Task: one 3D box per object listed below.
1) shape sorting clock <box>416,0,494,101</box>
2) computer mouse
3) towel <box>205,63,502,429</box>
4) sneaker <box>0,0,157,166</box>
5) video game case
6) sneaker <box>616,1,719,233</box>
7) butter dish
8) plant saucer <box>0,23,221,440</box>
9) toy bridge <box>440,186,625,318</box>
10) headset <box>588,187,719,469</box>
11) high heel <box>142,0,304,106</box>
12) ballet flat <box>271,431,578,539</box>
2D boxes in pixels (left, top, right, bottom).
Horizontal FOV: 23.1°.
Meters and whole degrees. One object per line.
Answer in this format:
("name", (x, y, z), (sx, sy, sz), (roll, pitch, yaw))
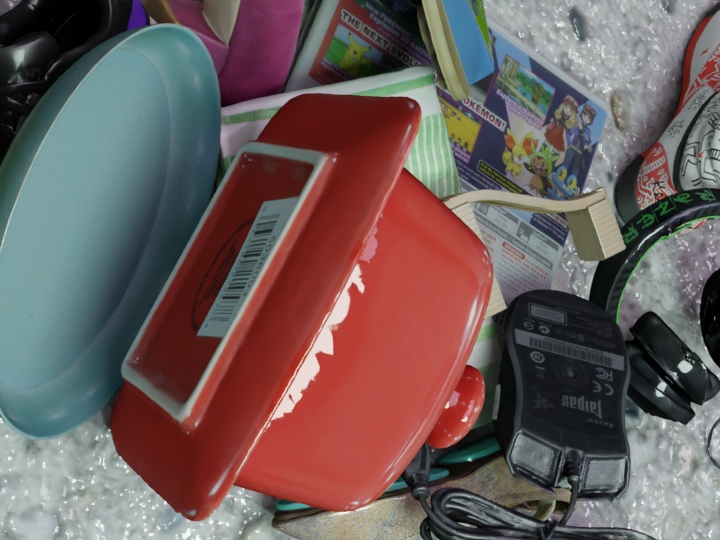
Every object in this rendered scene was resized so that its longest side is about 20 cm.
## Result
("shape sorting clock", (0.030, -0.187, 0.924), (0.200, 0.039, 0.202), (-14, 90, -78))
("computer mouse", (0.078, 0.085, 0.921), (0.139, 0.046, 0.201), (10, 41, -12))
("towel", (0.000, 0.000, 0.941), (0.151, 0.023, 0.202), (-16, 94, -28))
("sneaker", (-0.164, -0.065, 0.810), (0.069, 0.100, 0.201), (20, 69, 17))
("video game case", (0.041, -0.070, 1.007), (0.199, 0.023, 0.184), (32, 64, -22))
("sneaker", (0.242, -0.106, 1.092), (0.067, 0.108, 0.202), (43, 60, -17))
("butter dish", (-0.007, 0.033, 0.817), (0.147, 0.199, 0.201), (31, 85, -20))
("plant saucer", (-0.124, -0.020, 0.816), (0.027, 0.201, 0.201), (21, 61, 18))
("toy bridge", (0.056, -0.007, 0.945), (0.199, 0.027, 0.068), (-26, 99, -27))
("headset", (0.210, 0.050, 1.028), (0.123, 0.094, 0.201), (-28, 122, -5))
("high heel", (-0.029, -0.159, 0.884), (0.095, 0.200, 0.068), (11, 38, -44))
("ballet flat", (0.045, 0.130, 0.939), (0.199, 0.068, 0.068), (-13, 90, -33))
